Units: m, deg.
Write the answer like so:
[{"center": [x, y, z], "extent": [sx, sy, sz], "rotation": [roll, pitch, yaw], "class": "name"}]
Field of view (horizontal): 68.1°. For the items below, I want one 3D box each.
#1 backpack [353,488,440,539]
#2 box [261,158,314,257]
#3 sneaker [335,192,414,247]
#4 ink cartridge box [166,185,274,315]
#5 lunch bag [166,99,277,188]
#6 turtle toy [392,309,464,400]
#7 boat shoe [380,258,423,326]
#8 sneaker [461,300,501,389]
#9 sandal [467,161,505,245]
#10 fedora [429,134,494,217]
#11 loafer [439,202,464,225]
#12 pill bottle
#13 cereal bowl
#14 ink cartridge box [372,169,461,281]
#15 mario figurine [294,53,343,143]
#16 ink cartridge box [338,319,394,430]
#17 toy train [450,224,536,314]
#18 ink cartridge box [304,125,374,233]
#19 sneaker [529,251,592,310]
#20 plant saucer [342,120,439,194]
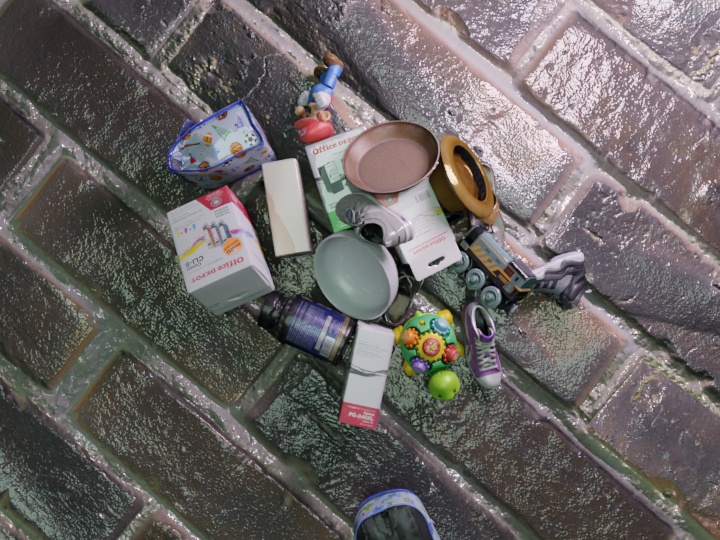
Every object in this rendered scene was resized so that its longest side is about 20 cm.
[{"center": [0.078, 0.577, 1.139], "extent": [0.181, 0.147, 0.202], "rotation": [-21, 93, 2], "class": "backpack"}, {"center": [-0.158, -0.134, 1.174], "extent": [0.077, 0.095, 0.203], "rotation": [-9, 88, 2], "class": "box"}, {"center": [0.011, -0.100, 1.050], "extent": [0.082, 0.199, 0.076], "rotation": [-28, 126, -34], "class": "sneaker"}, {"center": [-0.291, -0.037, 1.118], "extent": [0.144, 0.145, 0.202], "rotation": [-24, 66, 0], "class": "ink cartridge box"}, {"center": [-0.299, -0.255, 1.137], "extent": [0.198, 0.170, 0.125], "rotation": [-29, 86, 2], "class": "lunch bag"}, {"center": [0.158, 0.183, 1.161], "extent": [0.144, 0.101, 0.202], "rotation": [-21, 89, 1], "class": "turtle toy"}, {"center": [0.102, 0.030, 1.182], "extent": [0.071, 0.068, 0.202], "rotation": [22, 88, 1], "class": "boat shoe"}, {"center": [0.265, 0.168, 1.154], "extent": [0.072, 0.114, 0.203], "rotation": [-17, 91, 0], "class": "sneaker"}, {"center": [0.280, -0.145, 1.183], "extent": [0.081, 0.055, 0.203], "rotation": [-4, 90, 1], "class": "sandal"}, {"center": [0.200, -0.185, 1.113], "extent": [0.081, 0.200, 0.202], "rotation": [-29, 89, 34], "class": "fedora"}, {"center": [0.132, -0.101, 1.172], "extent": [0.199, 0.068, 0.071], "rotation": [-25, 50, -1], "class": "loafer"}, {"center": [-0.118, 0.120, 1.162], "extent": [0.198, 0.112, 0.113], "rotation": [24, 90, 1], "class": "pill bottle"}, {"center": [0.000, 0.000, 1.146], "extent": [0.198, 0.083, 0.202], "rotation": [20, 128, 26], "class": "cereal bowl"}, {"center": [0.116, -0.091, 1.107], "extent": [0.115, 0.067, 0.202], "rotation": [-26, 93, -5], "class": "ink cartridge box"}, {"center": [-0.101, -0.369, 1.144], "extent": [0.105, 0.124, 0.202], "rotation": [8, 71, 10], "class": "mario figurine"}, {"center": [0.012, 0.215, 1.142], "extent": [0.082, 0.145, 0.203], "rotation": [12, 91, -1], "class": "ink cartridge box"}, {"center": [0.279, -0.005, 1.135], "extent": [0.114, 0.085, 0.201], "rotation": [-51, 59, 24], "class": "toy train"}, {"center": [-0.024, -0.196, 1.175], "extent": [0.145, 0.083, 0.202], "rotation": [-20, 89, 1], "class": "ink cartridge box"}, {"center": [0.411, 0.042, 1.170], "extent": [0.198, 0.075, 0.115], "rotation": [-23, 92, 3], "class": "sneaker"}, {"center": [0.063, -0.222, 1.080], "extent": [0.198, 0.037, 0.202], "rotation": [-7, 56, 10], "class": "plant saucer"}]
